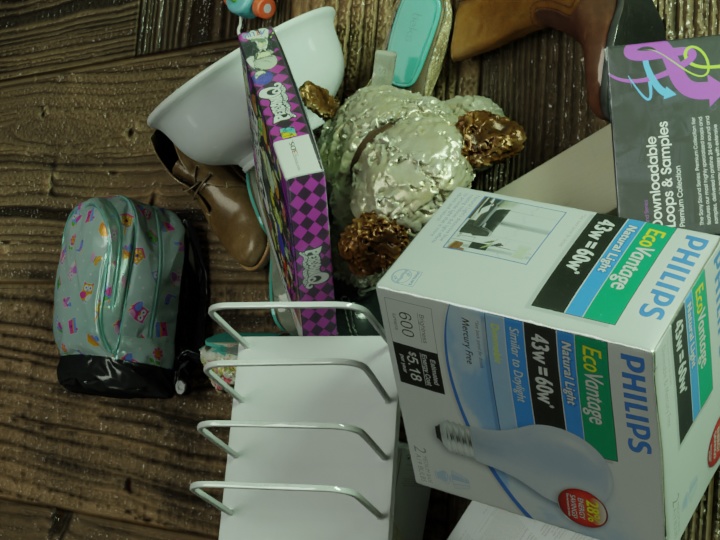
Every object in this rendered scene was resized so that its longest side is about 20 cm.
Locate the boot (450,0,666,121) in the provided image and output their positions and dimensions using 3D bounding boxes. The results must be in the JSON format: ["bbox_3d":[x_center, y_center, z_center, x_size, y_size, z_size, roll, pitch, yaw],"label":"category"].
[{"bbox_3d":[0.144,-0.198,1.183,0.200,0.068,0.189,-6,79,44],"label":"boot"}]

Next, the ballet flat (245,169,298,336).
[{"bbox_3d":[-0.058,-0.030,1.352,0.064,0.067,0.201,-25,53,17],"label":"ballet flat"}]

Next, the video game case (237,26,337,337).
[{"bbox_3d":[-0.059,-0.067,1.209,0.200,0.036,0.182,87,167,-48],"label":"video game case"}]

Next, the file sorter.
[{"bbox_3d":[-0.051,0.131,1.113,0.138,0.125,0.201,-1,69,14],"label":"file sorter"}]

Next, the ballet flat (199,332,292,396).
[{"bbox_3d":[-0.073,0.090,1.353,0.200,0.075,0.064,-2,102,51],"label":"ballet flat"}]

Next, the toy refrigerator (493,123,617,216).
[{"bbox_3d":[0.174,-0.055,1.123,0.200,0.076,0.070,-32,62,37],"label":"toy refrigerator"}]

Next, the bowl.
[{"bbox_3d":[-0.088,-0.152,1.343,0.201,0.201,0.091,-29,94,37],"label":"bowl"}]

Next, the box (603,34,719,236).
[{"bbox_3d":[0.272,-0.093,1.001,0.199,0.036,0.144,-4,78,12],"label":"box"}]

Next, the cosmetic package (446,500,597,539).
[{"bbox_3d":[0.134,0.243,1.128,0.151,0.052,0.200,48,116,40],"label":"cosmetic package"}]

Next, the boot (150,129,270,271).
[{"bbox_3d":[-0.149,-0.076,1.440,0.074,0.075,0.200,-51,52,26],"label":"boot"}]

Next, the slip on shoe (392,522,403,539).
[{"bbox_3d":[-0.038,0.176,1.206,0.061,0.074,0.200,-52,56,26],"label":"slip on shoe"}]

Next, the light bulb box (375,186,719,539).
[{"bbox_3d":[0.138,0.068,1.010,0.199,0.125,0.199,13,134,30],"label":"light bulb box"}]

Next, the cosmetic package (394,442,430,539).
[{"bbox_3d":[-0.033,0.212,1.285,0.200,0.052,0.151,9,87,44],"label":"cosmetic package"}]

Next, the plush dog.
[{"bbox_3d":[0.032,-0.083,1.160,0.200,0.160,0.172,-46,27,-2],"label":"plush dog"}]

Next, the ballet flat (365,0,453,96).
[{"bbox_3d":[0.036,-0.150,1.283,0.070,0.065,0.201,27,98,18],"label":"ballet flat"}]

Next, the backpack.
[{"bbox_3d":[-0.239,0.026,1.476,0.167,0.126,0.201,-3,78,47],"label":"backpack"}]

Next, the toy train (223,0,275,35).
[{"bbox_3d":[-0.076,-0.293,1.413,0.200,0.055,0.151,-37,53,34],"label":"toy train"}]

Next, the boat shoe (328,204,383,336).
[{"bbox_3d":[0.000,0.000,1.284,0.060,0.075,0.201,-36,60,41],"label":"boat shoe"}]
